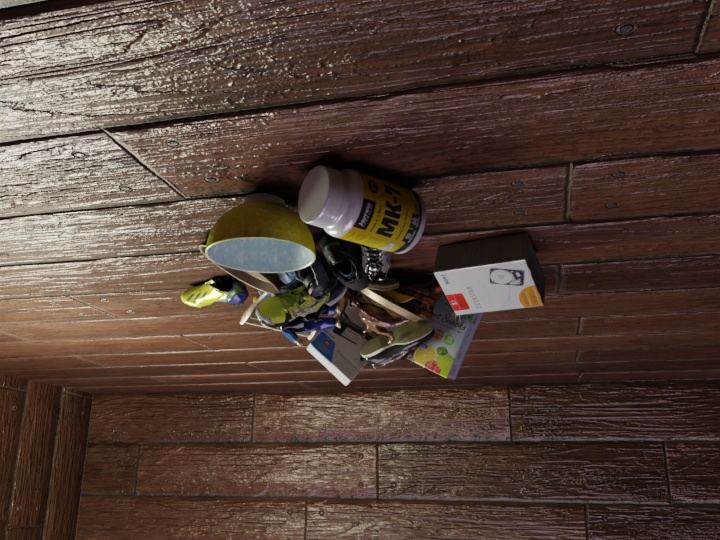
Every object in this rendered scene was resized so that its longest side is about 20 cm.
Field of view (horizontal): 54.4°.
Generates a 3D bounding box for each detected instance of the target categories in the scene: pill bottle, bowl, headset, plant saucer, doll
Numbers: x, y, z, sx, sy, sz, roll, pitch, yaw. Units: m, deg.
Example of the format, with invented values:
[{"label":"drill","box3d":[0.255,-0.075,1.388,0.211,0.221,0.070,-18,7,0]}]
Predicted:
[{"label":"pill bottle","box3d":[0.003,-0.102,1.167,0.199,0.116,0.114,13,159,-35]},{"label":"bowl","box3d":[-0.177,-0.075,1.270,0.198,0.109,0.200,1,162,0]},{"label":"headset","box3d":[-0.105,0.017,1.449,0.093,0.124,0.201,-27,129,-11]},{"label":"plant saucer","box3d":[-0.253,-0.010,1.493,0.199,0.030,0.200,26,165,7]},{"label":"doll","box3d":[-0.150,0.123,1.753,0.198,0.138,0.049,-2,-161,-7]}]

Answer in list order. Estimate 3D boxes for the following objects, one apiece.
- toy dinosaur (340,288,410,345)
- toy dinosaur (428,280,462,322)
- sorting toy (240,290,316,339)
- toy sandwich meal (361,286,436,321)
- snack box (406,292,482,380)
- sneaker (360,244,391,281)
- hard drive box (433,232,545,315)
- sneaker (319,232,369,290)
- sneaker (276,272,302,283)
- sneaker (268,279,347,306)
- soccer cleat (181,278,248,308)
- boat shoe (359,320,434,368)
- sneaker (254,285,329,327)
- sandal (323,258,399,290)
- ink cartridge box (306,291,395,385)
[{"label":"toy dinosaur","box3d":[0.023,0.108,1.721,0.199,0.086,0.136,16,157,51]},{"label":"toy dinosaur","box3d":[0.238,0.019,1.671,0.180,0.105,0.201,2,131,29]},{"label":"sorting toy","box3d":[-0.183,0.079,1.792,0.198,0.108,0.180,15,144,-23]},{"label":"toy sandwich meal","box3d":[0.091,0.060,1.717,0.204,0.071,0.205,29,-178,-1]},{"label":"snack box","box3d":[0.209,0.154,1.759,0.141,0.202,0.053,23,178,34]},{"label":"sneaker","box3d":[0.035,-0.037,1.420,0.075,0.089,0.200,0,161,9]},{"label":"hard drive box","box3d":[0.278,0.012,1.494,0.198,0.077,0.156,-9,136,28]},{"label":"sneaker","box3d":[-0.030,-0.001,1.468,0.075,0.080,0.200,-27,143,8]},{"label":"sneaker","box3d":[-0.165,-0.018,1.495,0.199,0.083,0.074,17,156,-41]},{"label":"sneaker","box3d":[-0.124,0.031,1.656,0.201,0.077,0.147,-19,144,-15]},{"label":"soccer cleat","box3d":[-0.377,0.049,1.780,0.198,0.065,0.084,-3,133,24]},{"label":"boat shoe","box3d":[0.098,0.184,1.745,0.200,0.074,0.063,-25,120,19]},{"label":"sneaker","box3d":[-0.149,0.067,1.545,0.199,0.076,0.077,-18,150,-47]},{"label":"sandal","box3d":[0.000,0.000,1.590,0.198,0.054,0.080,18,-167,-10]},{"label":"ink cartridge box","box3d":[-0.021,0.175,1.839,0.144,0.200,0.084,41,160,3]}]
